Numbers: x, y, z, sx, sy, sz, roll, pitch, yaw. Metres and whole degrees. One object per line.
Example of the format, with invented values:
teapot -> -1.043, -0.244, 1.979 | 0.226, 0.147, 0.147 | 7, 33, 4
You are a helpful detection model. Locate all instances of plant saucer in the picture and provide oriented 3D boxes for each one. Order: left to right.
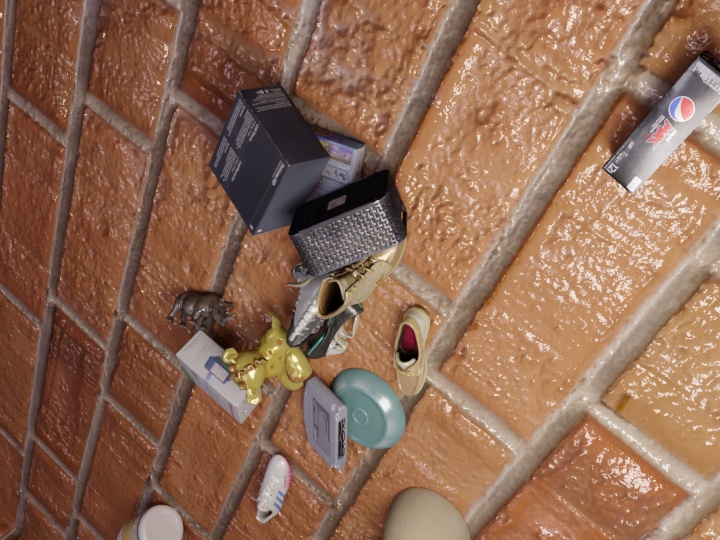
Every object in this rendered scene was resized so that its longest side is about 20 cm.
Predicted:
plant saucer -> 0.006, 0.316, 1.572 | 0.196, 0.036, 0.205 | 15, 119, 28

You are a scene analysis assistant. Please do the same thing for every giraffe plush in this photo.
giraffe plush -> -0.215, 0.208, 1.556 | 0.172, 0.161, 0.202 | 42, 147, 23

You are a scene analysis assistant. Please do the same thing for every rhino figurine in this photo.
rhino figurine -> -0.376, 0.095, 1.700 | 0.196, 0.089, 0.060 | 2, 153, 32

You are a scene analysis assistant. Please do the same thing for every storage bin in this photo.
storage bin -> -0.021, -0.088, 1.293 | 0.196, 0.136, 0.095 | -20, 116, 15

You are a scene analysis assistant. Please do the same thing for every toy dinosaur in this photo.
toy dinosaur -> -0.073, -0.008, 1.403 | 0.197, 0.088, 0.048 | -30, 88, 13

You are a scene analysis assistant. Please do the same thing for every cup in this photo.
cup -> 0.125, 0.607, 1.559 | 0.197, 0.143, 0.205 | 15, 120, 27

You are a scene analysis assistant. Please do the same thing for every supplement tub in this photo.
supplement tub -> -0.647, 0.811, 2.173 | 0.199, 0.144, 0.146 | -33, 92, 39

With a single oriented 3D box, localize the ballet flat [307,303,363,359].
ballet flat -> -0.051, 0.135, 1.509 | 0.068, 0.068, 0.202 | 34, 127, 5

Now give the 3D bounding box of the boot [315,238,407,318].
boot -> 0.000, 0.000, 1.343 | 0.073, 0.155, 0.201 | 44, 117, 11

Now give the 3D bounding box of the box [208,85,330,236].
box -> -0.176, -0.204, 1.334 | 0.184, 0.103, 0.201 | 56, 137, 18

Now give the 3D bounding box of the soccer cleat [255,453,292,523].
soccer cleat -> -0.224, 0.562, 1.809 | 0.069, 0.086, 0.204 | 25, 123, 21

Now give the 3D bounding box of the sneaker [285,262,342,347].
sneaker -> -0.117, 0.054, 1.495 | 0.115, 0.075, 0.202 | 40, 100, 24

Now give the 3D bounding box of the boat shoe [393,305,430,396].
boat shoe -> 0.094, 0.171, 1.425 | 0.073, 0.066, 0.205 | 15, 119, 27

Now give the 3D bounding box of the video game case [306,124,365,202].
video game case -> -0.092, -0.186, 1.397 | 0.197, 0.045, 0.185 | 23, 123, 23

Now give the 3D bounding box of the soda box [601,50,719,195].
soda box -> 0.438, -0.208, 1.013 | 0.063, 0.071, 0.201 | 43, 128, 10

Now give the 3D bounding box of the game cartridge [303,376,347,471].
game cartridge -> -0.081, 0.343, 1.610 | 0.132, 0.040, 0.204 | 34, 136, 37

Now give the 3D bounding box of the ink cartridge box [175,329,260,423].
ink cartridge box -> -0.337, 0.259, 1.712 | 0.199, 0.088, 0.146 | 39, 156, 15
